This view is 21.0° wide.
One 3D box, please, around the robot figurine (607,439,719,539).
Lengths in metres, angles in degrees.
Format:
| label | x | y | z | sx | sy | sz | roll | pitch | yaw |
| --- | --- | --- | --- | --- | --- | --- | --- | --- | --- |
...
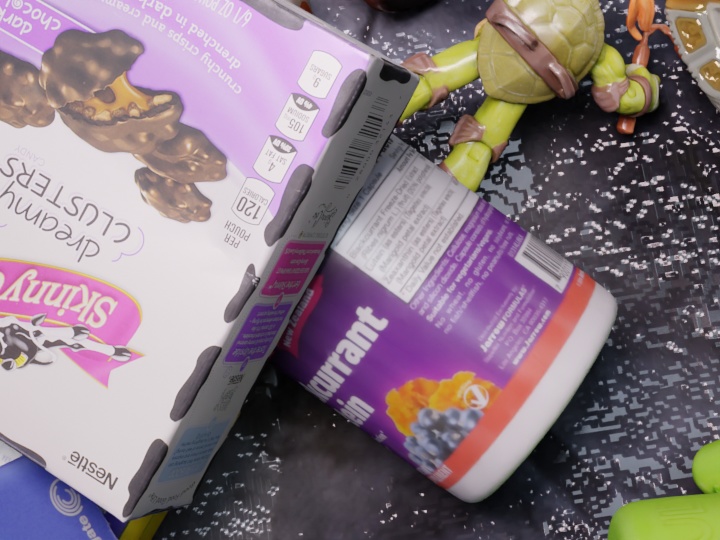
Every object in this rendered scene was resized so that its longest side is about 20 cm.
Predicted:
| label | x | y | z | sx | sy | sz | roll | pitch | yaw |
| --- | --- | --- | --- | --- | --- | --- | --- | --- | --- |
| robot figurine | 0.172 | 0.147 | 0.793 | 0.200 | 0.116 | 0.176 | -5 | 71 | 0 |

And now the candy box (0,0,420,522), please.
| label | x | y | z | sx | sy | sz | roll | pitch | yaw |
| --- | --- | --- | --- | --- | --- | --- | --- | --- | --- |
| candy box | -0.100 | -0.031 | 0.761 | 0.168 | 0.072 | 0.200 | 30 | 98 | 14 |

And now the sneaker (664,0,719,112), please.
| label | x | y | z | sx | sy | sz | roll | pitch | yaw |
| --- | --- | --- | --- | --- | --- | --- | --- | --- | --- |
| sneaker | 0.210 | -0.061 | 0.891 | 0.076 | 0.088 | 0.200 | -18 | 91 | 31 |

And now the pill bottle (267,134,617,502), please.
| label | x | y | z | sx | sy | sz | roll | pitch | yaw |
| --- | --- | --- | --- | --- | --- | --- | --- | --- | --- |
| pill bottle | 0.000 | 0.000 | 0.835 | 0.200 | 0.111 | 0.111 | 36 | 75 | 0 |

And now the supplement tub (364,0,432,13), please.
| label | x | y | z | sx | sy | sz | roll | pitch | yaw |
| --- | --- | --- | --- | --- | --- | --- | --- | --- | --- |
| supplement tub | -0.019 | -0.226 | 0.943 | 0.107 | 0.107 | 0.200 | -40 | 73 | -12 |

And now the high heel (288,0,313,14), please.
| label | x | y | z | sx | sy | sz | roll | pitch | yaw |
| --- | --- | --- | --- | --- | --- | --- | --- | --- | --- |
| high heel | -0.079 | -0.132 | 0.912 | 0.096 | 0.067 | 0.200 | -17 | 98 | 10 |

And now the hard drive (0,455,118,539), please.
| label | x | y | z | sx | sy | sz | roll | pitch | yaw |
| --- | --- | --- | --- | --- | --- | --- | --- | --- | --- |
| hard drive | -0.152 | 0.154 | 0.705 | 0.200 | 0.025 | 0.132 | -24 | 81 | -52 |

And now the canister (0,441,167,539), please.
| label | x | y | z | sx | sy | sz | roll | pitch | yaw |
| --- | --- | --- | --- | --- | --- | --- | --- | --- | --- |
| canister | -0.158 | 0.093 | 0.842 | 0.148 | 0.087 | 0.200 | 28 | 75 | 10 |

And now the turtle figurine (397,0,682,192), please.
| label | x | y | z | sx | sy | sz | roll | pitch | yaw |
| --- | --- | --- | --- | --- | --- | --- | --- | --- | --- |
| turtle figurine | 0.077 | -0.092 | 0.886 | 0.161 | 0.200 | 0.064 | -44 | 29 | 8 |
